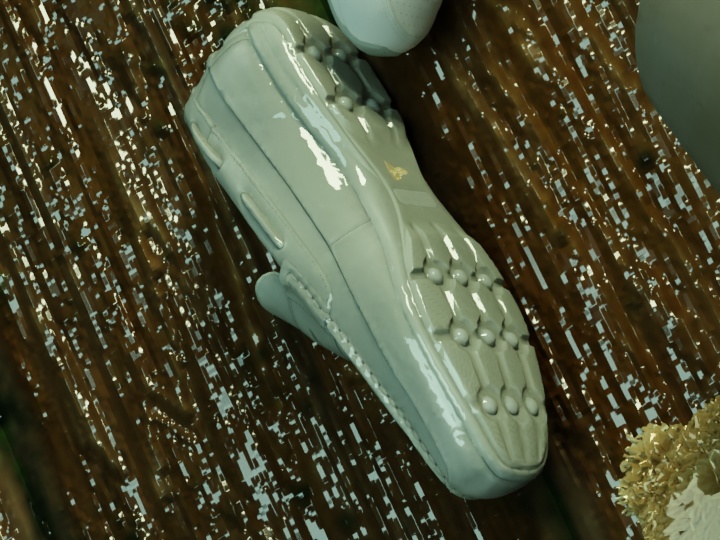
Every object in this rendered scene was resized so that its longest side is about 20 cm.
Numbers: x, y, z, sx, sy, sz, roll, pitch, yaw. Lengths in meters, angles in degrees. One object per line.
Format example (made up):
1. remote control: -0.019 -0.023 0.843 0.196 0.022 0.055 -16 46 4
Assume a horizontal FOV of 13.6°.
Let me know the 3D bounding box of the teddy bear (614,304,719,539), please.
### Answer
1. teddy bear: 0.171 0.028 0.954 0.144 0.067 0.201 22 92 20

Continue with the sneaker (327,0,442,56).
1. sneaker: 0.041 -0.168 1.031 0.080 0.070 0.202 19 96 27

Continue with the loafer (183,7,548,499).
1. loafer: 0.000 0.000 1.050 0.070 0.070 0.201 -43 60 27

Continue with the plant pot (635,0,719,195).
1. plant pot: 0.178 -0.051 0.843 0.173 0.200 0.201 39 107 33
